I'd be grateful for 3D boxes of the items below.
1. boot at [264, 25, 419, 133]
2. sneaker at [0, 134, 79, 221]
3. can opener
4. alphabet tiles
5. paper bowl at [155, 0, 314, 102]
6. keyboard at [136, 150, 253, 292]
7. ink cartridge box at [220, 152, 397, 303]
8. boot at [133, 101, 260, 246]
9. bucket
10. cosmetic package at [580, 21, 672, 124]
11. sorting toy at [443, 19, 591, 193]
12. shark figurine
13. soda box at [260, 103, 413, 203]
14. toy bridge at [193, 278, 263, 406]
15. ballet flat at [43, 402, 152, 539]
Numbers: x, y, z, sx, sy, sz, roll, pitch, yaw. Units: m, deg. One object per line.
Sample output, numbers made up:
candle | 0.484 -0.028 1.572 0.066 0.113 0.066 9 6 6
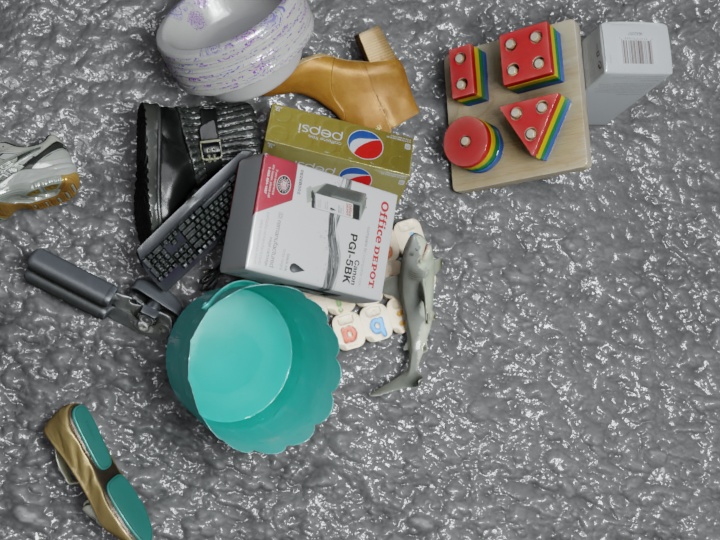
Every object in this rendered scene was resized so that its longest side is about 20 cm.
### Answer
boot | -0.029 -0.230 1.327 0.199 0.071 0.145 -24 101 -1
sneaker | -0.459 -0.113 1.224 0.198 0.076 0.088 -16 69 -17
can opener | -0.324 0.025 1.240 0.199 0.053 0.067 28 45 -6
alphabet tiles | 0.000 0.000 1.321 0.198 0.015 0.198 -16 84 -14
paper bowl | -0.155 -0.298 1.260 0.200 0.200 0.105 -40 134 -14
keyboard | -0.184 -0.048 1.247 0.200 0.021 0.127 -45 133 -11
ink cartridge box | -0.062 -0.049 1.230 0.198 0.083 0.149 13 81 -30
boot | -0.208 -0.116 1.264 0.156 0.079 0.214 0 95 -26
bucket | -0.135 0.111 1.188 0.205 0.134 0.210 -2 94 -27
cosmetic package | 0.334 -0.266 1.336 0.100 0.200 0.075 -1 80 -13
sorting toy | 0.196 -0.222 1.306 0.069 0.198 0.201 9 75 -55
shark figurine | 0.056 0.053 1.291 0.088 0.128 0.217 6 98 15
soda box | -0.033 -0.156 1.301 0.198 0.064 0.068 13 55 -7
toy bridge | -0.183 0.073 1.264 0.067 0.027 0.201 32 77 -5
ballet flat | -0.324 0.260 1.197 0.063 0.069 0.201 -30 85 13
